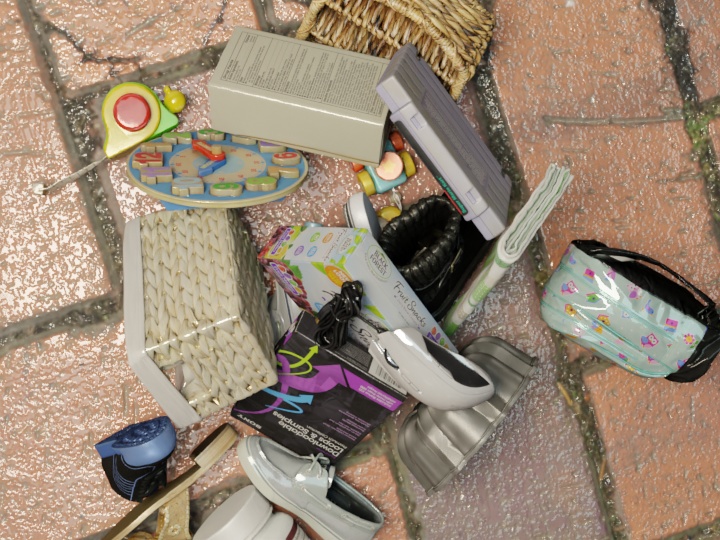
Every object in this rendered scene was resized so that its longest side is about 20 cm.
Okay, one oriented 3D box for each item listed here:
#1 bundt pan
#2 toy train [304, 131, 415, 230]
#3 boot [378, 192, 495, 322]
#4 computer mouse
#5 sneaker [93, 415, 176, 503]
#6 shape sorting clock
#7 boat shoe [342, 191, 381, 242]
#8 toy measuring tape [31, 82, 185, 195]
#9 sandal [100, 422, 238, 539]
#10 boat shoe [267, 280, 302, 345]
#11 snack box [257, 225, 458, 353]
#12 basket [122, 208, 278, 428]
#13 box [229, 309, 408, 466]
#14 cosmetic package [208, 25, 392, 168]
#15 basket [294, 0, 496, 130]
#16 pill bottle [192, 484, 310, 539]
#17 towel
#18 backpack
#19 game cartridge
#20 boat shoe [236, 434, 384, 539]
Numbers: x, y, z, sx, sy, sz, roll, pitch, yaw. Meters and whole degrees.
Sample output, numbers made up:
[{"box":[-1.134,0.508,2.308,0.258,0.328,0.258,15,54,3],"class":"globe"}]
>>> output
[{"box":[0.113,0.154,1.047,0.076,0.202,0.203,40,86,6],"class":"bundt pan"},{"box":[-0.009,-0.079,1.085,0.147,0.056,0.204,13,90,-9],"class":"toy train"},{"box":[0.095,-0.051,1.028,0.078,0.158,0.214,17,68,22],"class":"boot"},{"box":[0.045,0.090,0.908,0.198,0.110,0.044,31,53,-9],"class":"computer mouse"},{"box":[-0.233,0.209,0.994,0.069,0.199,0.079,-28,93,-28],"class":"sneaker"},{"box":[-0.155,-0.117,0.997,0.196,0.201,0.040,-5,121,-8],"class":"shape sorting clock"},{"box":[0.000,0.000,1.050,0.065,0.071,0.202,-11,135,7],"class":"boat shoe"},{"box":[-0.290,-0.159,1.035,0.198,0.074,0.074,-29,96,-7],"class":"toy measuring tape"},{"box":[-0.208,0.275,1.056,0.211,0.078,0.070,-43,98,-11],"class":"sandal"},{"box":[-0.088,0.066,1.057,0.065,0.074,0.204,-7,104,4],"class":"boat shoe"},{"box":[-0.001,0.039,0.976,0.201,0.141,0.053,51,59,-33],"class":"snack box"},{"box":[-0.167,0.037,0.969,0.121,0.202,0.137,-18,137,5],"class":"basket"},{"box":[-0.049,0.141,1.026,0.142,0.200,0.036,31,47,-8],"class":"box"},{"box":[-0.060,-0.195,1.025,0.196,0.074,0.105,14,55,5],"class":"cosmetic package"},{"box":[0.037,-0.263,1.042,0.198,0.143,0.151,32,86,-8],"class":"basket"},{"box":[-0.095,0.355,1.054,0.114,0.114,0.201,-40,97,-5],"class":"pill bottle"},{"box":[0.155,-0.020,1.022,0.031,0.201,0.150,37,60,5],"class":"towel"},{"box":[0.316,0.048,1.092,0.198,0.167,0.128,29,93,-2],"class":"backpack"},{"box":[0.092,-0.138,0.976,0.038,0.130,0.201,-30,108,30],"class":"game cartridge"},{"box":[-0.053,0.248,1.070,0.200,0.070,0.071,42,111,-15],"class":"boat shoe"}]
